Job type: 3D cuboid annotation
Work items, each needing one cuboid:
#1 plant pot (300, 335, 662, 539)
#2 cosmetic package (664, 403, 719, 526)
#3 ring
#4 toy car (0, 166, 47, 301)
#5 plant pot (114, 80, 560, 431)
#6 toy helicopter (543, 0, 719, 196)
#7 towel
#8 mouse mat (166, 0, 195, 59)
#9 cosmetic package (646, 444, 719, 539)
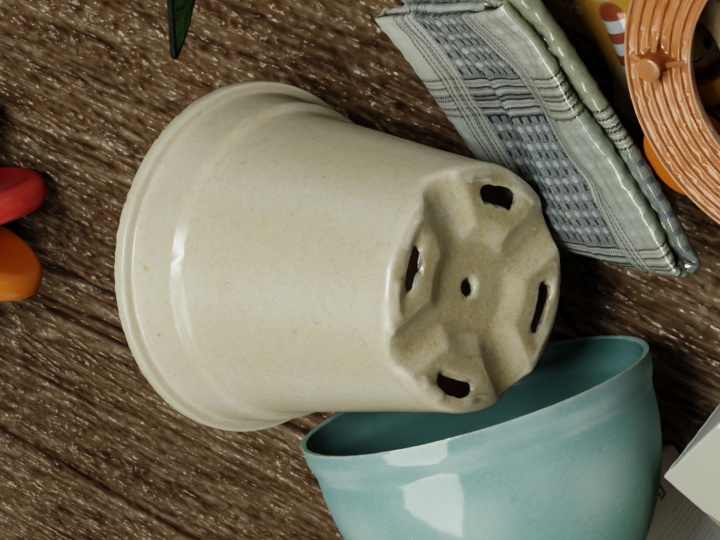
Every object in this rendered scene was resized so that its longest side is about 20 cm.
[{"bbox_3d":[0.081,0.130,1.541,0.200,0.200,0.135,-8,102,47],"label":"plant pot"},{"bbox_3d":[0.275,0.131,1.489,0.200,0.104,0.073,42,145,4],"label":"cosmetic package"},{"bbox_3d":[0.211,-0.085,1.289,0.200,0.019,0.201,17,127,24],"label":"ring"},{"bbox_3d":[-0.286,-0.049,1.818,0.150,0.175,0.200,-33,103,18],"label":"toy car"},{"bbox_3d":[0.000,0.000,1.520,0.183,0.200,0.201,8,131,46],"label":"plant pot"},{"bbox_3d":[0.128,-0.134,1.390,0.200,0.079,0.133,29,144,30],"label":"toy helicopter"},{"bbox_3d":[0.083,-0.083,1.454,0.200,0.035,0.193,57,169,-16],"label":"towel"},{"bbox_3d":[-0.079,-0.225,1.402,0.008,0.200,0.161,5,136,5],"label":"mouse mat"},{"bbox_3d":[0.181,0.205,1.676,0.102,0.074,0.200,-12,116,47],"label":"cosmetic package"}]
